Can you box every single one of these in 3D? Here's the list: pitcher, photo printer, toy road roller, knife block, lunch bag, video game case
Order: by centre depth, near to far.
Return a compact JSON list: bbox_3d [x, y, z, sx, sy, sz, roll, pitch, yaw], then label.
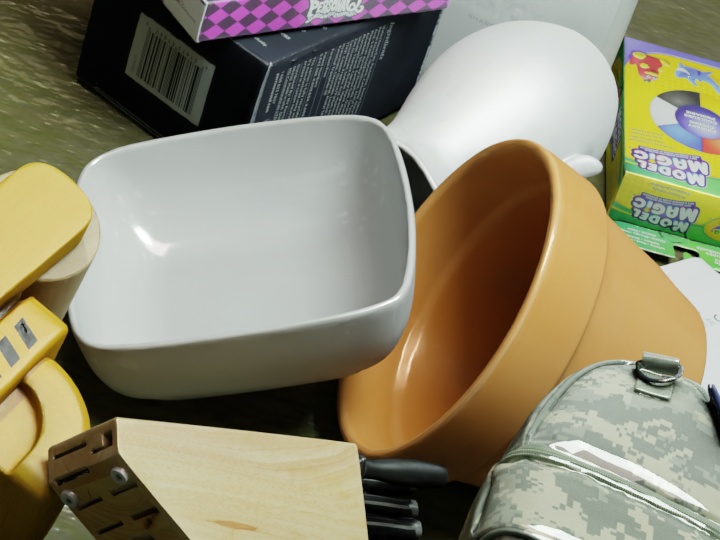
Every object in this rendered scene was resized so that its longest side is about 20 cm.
[{"bbox_3d":[0.110,0.158,1.317,0.139,0.200,0.168,21,37,1],"label":"lunch bag"},{"bbox_3d":[-0.042,0.114,1.346,0.200,0.064,0.176,51,47,-13],"label":"knife block"},{"bbox_3d":[-0.190,0.057,1.368,0.146,0.123,0.200,40,53,4],"label":"toy road roller"},{"bbox_3d":[0.093,-0.072,1.669,0.171,0.122,0.200,33,45,28],"label":"pitcher"},{"bbox_3d":[-0.064,-0.222,1.683,0.200,0.036,0.181,-12,47,-36],"label":"video game case"},{"bbox_3d":[0.108,-0.203,1.777,0.166,0.200,0.069,26,36,7],"label":"photo printer"}]

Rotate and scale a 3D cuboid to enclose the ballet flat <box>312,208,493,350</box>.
[{"bbox_3d":[0.000,0.000,1.605,0.200,0.067,0.057,32,-2,14],"label":"ballet flat"}]

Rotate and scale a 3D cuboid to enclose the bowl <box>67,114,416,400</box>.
[{"bbox_3d":[-0.064,0.000,1.505,0.199,0.075,0.200,-9,38,3],"label":"bowl"}]

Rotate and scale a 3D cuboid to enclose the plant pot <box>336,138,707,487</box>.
[{"bbox_3d":[0.100,0.046,1.473,0.140,0.200,0.200,30,32,-22],"label":"plant pot"}]

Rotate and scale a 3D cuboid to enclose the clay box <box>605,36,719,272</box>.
[{"bbox_3d":[0.228,-0.078,1.800,0.115,0.048,0.200,15,36,-6],"label":"clay box"}]

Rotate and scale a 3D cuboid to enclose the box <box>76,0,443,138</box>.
[{"bbox_3d":[-0.062,-0.159,1.723,0.148,0.105,0.200,37,39,23],"label":"box"}]

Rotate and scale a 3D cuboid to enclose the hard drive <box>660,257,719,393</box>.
[{"bbox_3d":[0.223,0.068,1.609,0.132,0.025,0.200,-14,43,-33],"label":"hard drive"}]
